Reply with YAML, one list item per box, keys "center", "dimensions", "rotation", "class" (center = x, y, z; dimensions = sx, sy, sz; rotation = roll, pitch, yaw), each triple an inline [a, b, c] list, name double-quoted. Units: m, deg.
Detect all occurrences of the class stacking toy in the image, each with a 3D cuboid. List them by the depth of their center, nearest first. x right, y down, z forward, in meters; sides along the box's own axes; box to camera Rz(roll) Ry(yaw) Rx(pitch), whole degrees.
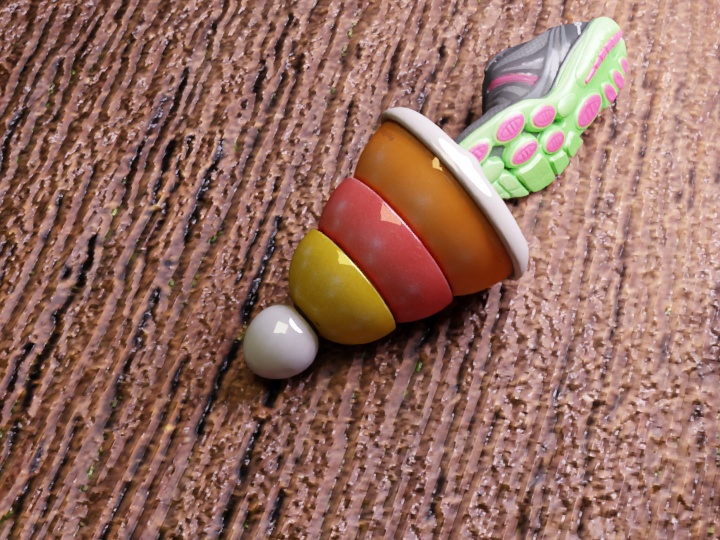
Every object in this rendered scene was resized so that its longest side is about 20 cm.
- center: [0.000, 0.000, 1.354]
  dimensions: [0.200, 0.146, 0.146]
  rotation: [-39, 50, -7]
  class: "stacking toy"

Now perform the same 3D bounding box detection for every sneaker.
- center: [0.123, -0.119, 1.490]
  dimensions: [0.084, 0.077, 0.200]
  rotation: [9, 40, 40]
  class: "sneaker"
